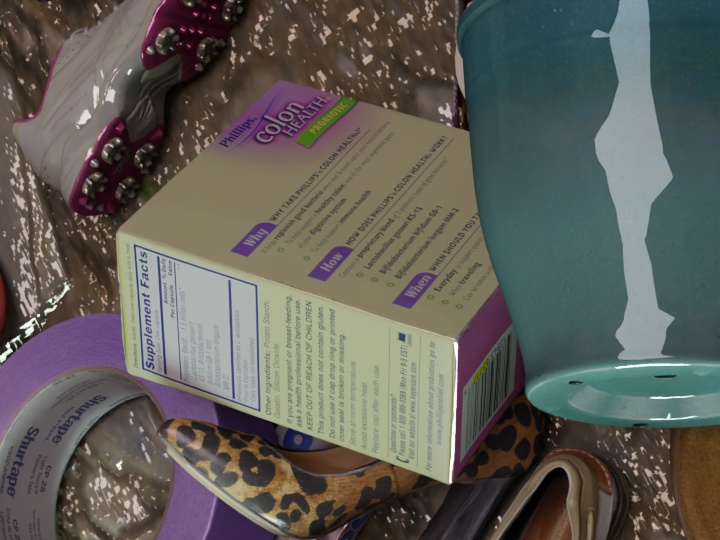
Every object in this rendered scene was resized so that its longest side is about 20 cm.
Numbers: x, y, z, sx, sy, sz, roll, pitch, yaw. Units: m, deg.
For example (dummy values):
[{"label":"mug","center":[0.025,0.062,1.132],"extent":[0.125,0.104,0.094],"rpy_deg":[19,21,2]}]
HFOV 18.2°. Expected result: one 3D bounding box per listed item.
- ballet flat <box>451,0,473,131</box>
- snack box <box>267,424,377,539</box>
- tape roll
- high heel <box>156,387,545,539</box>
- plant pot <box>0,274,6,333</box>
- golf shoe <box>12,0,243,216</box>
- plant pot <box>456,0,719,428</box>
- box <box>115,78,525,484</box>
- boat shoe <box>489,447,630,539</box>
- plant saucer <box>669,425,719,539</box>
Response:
[{"label":"ballet flat","center":[0.079,-0.150,1.278],"extent":[0.069,0.071,0.201],"rpy_deg":[-4,77,24]},{"label":"snack box","center":[-0.046,0.155,1.293],"extent":[0.072,0.024,0.201],"rpy_deg":[33,93,28]},{"label":"tape roll","center":[-0.145,0.129,1.306],"extent":[0.199,0.066,0.201],"rpy_deg":[-10,70,29]},{"label":"high heel","center":[0.000,0.081,1.215],"extent":[0.143,0.199,0.071],"rpy_deg":[-60,23,5]},{"label":"plant pot","center":[-0.347,0.028,1.375],"extent":[0.177,0.200,0.201],"rpy_deg":[-41,65,22]},{"label":"golf shoe","center":[-0.144,-0.136,1.377],"extent":[0.091,0.075,0.201],"rpy_deg":[34,92,30]},{"label":"plant pot","center":[0.145,-0.028,1.076],"extent":[0.199,0.200,0.189],"rpy_deg":[-7,72,23]},{"label":"box","center":[0.000,0.000,1.208],"extent":[0.199,0.176,0.097],"rpy_deg":[18,129,21]},{"label":"boat shoe","center":[0.079,0.188,1.204],"extent":[0.074,0.068,0.201],"rpy_deg":[19,89,25]},{"label":"plant saucer","center":[0.224,0.110,1.123],"extent":[0.200,0.035,0.201],"rpy_deg":[14,109,44]}]
